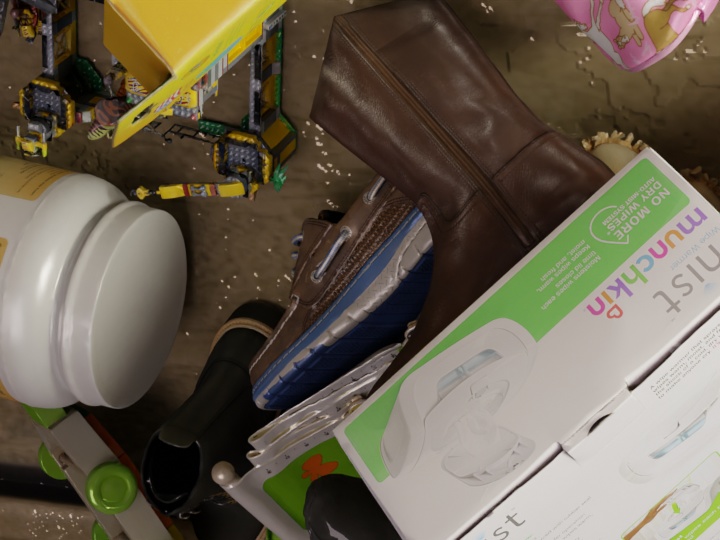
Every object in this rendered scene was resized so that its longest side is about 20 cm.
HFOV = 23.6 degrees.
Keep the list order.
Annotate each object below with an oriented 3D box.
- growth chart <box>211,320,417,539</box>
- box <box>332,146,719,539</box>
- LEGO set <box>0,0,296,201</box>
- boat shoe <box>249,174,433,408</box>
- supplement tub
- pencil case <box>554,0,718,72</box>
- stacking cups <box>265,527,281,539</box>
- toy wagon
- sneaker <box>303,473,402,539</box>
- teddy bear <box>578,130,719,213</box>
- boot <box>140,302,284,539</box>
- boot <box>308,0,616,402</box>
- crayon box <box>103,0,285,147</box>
[{"bbox_3d":[0.012,0.097,1.016,0.200,0.018,0.145,-36,137,15],"label":"growth chart"},{"bbox_3d":[0.119,0.075,0.820,0.200,0.097,0.176,-42,139,5],"label":"box"},{"bbox_3d":[-0.133,-0.106,0.965,0.199,0.116,0.155,23,126,12],"label":"LEGO set"},{"bbox_3d":[0.000,0.000,0.989,0.200,0.072,0.073,-45,63,23],"label":"boat shoe"},{"bbox_3d":[-0.221,0.003,1.057,0.199,0.145,0.145,13,124,19],"label":"supplement tub"},{"bbox_3d":[0.094,-0.191,0.829,0.200,0.083,0.086,46,115,-5],"label":"pencil case"},{"bbox_3d":[-0.013,0.139,1.094,0.060,0.061,0.201,32,127,5],"label":"stacking cups"},{"bbox_3d":[-0.173,0.139,1.138,0.201,0.039,0.155,59,162,-14],"label":"toy wagon"},{"bbox_3d":[0.064,0.153,0.960,0.199,0.076,0.091,24,126,-14],"label":"sneaker"},{"bbox_3d":[0.120,0.022,0.928,0.144,0.067,0.201,7,107,-17],"label":"teddy bear"},{"bbox_3d":[-0.102,0.134,1.084,0.077,0.138,0.201,17,126,15],"label":"boot"},{"bbox_3d":[0.020,-0.034,0.885,0.200,0.186,0.064,47,175,25],"label":"boot"},{"bbox_3d":[-0.058,-0.146,0.822,0.051,0.200,0.127,47,171,-5],"label":"crayon box"}]
